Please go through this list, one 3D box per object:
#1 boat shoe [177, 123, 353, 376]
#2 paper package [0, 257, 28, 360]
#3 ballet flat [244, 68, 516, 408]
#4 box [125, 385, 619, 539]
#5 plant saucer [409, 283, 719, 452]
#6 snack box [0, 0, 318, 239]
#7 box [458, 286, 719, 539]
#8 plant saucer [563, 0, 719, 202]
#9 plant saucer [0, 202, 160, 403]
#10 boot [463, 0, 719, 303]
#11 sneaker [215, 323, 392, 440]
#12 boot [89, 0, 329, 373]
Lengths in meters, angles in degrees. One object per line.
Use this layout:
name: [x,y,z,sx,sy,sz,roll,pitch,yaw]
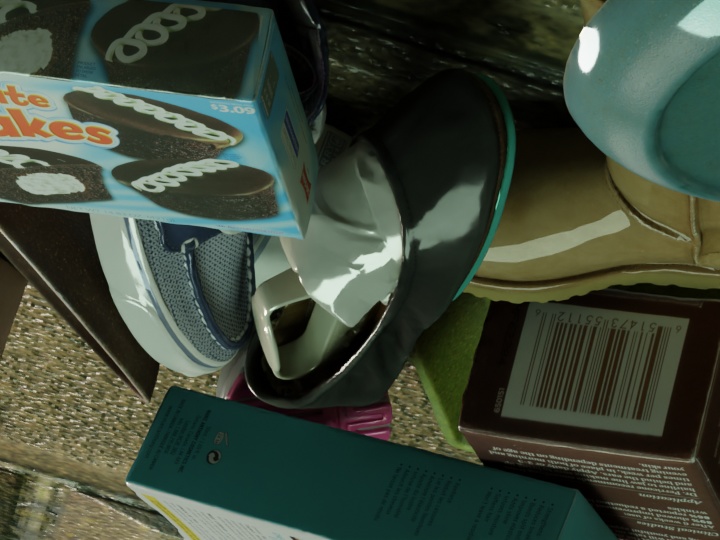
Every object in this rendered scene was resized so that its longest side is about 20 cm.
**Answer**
boat shoe: [-0.064,-0.020,1.231,0.071,0.070,0.201,28,151,-7]
paper package: [-0.272,0.043,1.327,0.103,0.191,0.200,-7,148,41]
ballet flat: [0.000,0.000,1.081,0.068,0.068,0.200,-14,153,-23]
box: [0.008,0.104,1.200,0.199,0.049,0.082,13,158,31]
plant saucer: [0.122,0.033,1.252,0.199,0.048,0.200,8,157,16]
snack box: [-0.120,-0.059,1.003,0.199,0.037,0.116,7,159,11]
box: [0.119,0.079,1.204,0.100,0.075,0.200,7,155,22]
plant saucer: [0.163,-0.067,0.921,0.199,0.028,0.200,-9,156,-4]
plant saucer: [-0.140,-0.032,1.175,0.200,0.037,0.200,47,174,6]
boot: [0.091,-0.059,1.046,0.174,0.066,0.200,-2,156,6]
sneaker: [-0.030,0.052,1.334,0.081,0.089,0.200,-3,154,-5]
boot: [-0.051,-0.041,1.089,0.090,0.073,0.201,1,131,22]
